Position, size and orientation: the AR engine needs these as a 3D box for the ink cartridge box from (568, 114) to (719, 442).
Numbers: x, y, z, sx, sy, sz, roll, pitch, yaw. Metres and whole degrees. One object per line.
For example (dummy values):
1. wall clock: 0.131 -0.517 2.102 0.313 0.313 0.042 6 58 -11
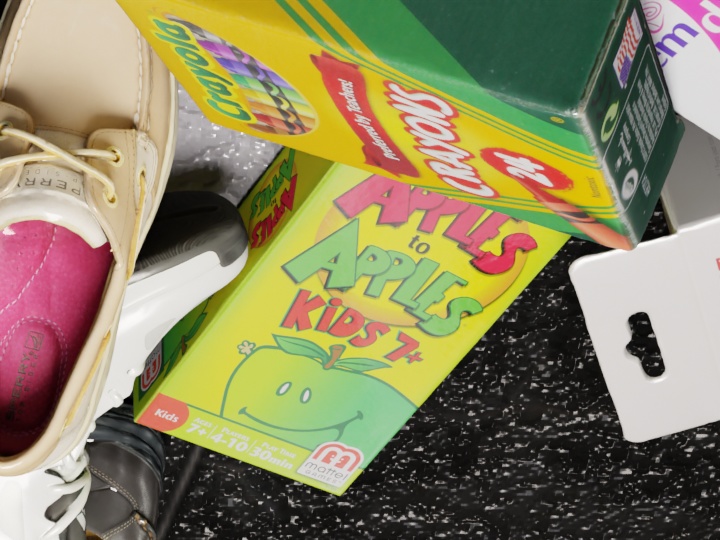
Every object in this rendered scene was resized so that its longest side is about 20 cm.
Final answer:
1. ink cartridge box: 0.183 -0.015 0.927 0.199 0.068 0.116 -16 133 7

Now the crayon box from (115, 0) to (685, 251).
1. crayon box: -0.001 -0.075 0.779 0.200 0.051 0.127 18 167 20

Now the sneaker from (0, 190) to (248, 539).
1. sneaker: -0.116 0.053 0.940 0.200 0.076 0.116 -27 115 9

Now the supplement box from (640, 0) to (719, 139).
1. supplement box: 0.127 -0.119 0.805 0.200 0.104 0.101 29 126 -26

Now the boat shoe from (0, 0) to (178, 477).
1. boat shoe: -0.107 -0.022 0.838 0.073 0.069 0.201 8 96 -3

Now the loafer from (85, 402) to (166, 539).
1. loafer: -0.183 0.099 1.004 0.199 0.072 0.073 -4 135 0

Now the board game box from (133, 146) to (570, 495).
1. board game box: 0.000 0.000 0.943 0.101 0.048 0.200 22 128 -23
